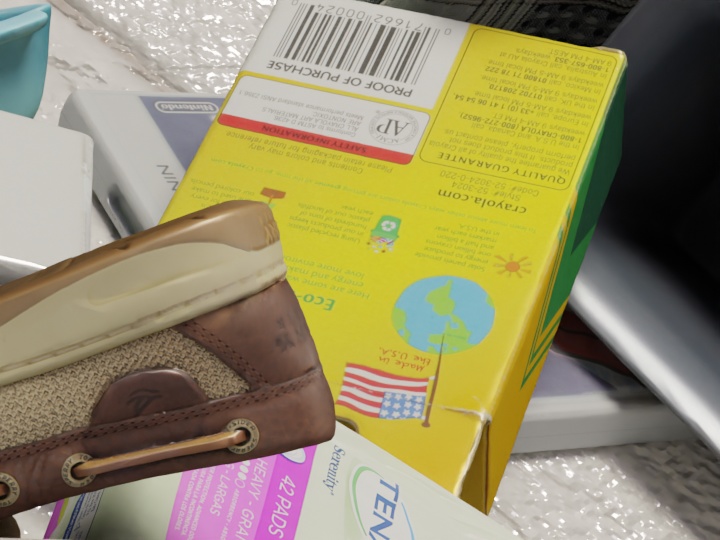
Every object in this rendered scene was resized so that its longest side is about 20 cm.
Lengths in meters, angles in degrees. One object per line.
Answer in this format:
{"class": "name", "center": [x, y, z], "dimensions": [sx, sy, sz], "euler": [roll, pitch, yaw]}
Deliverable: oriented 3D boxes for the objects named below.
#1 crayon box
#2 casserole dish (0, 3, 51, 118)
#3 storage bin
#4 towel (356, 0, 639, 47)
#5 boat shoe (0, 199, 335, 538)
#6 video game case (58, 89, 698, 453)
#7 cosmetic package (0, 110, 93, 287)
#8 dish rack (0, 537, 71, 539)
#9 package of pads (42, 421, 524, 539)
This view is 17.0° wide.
{"class": "crayon box", "center": [0.000, 0.000, 0.766], "dimensions": [0.126, 0.051, 0.201], "euler": [13, 48, 14]}
{"class": "casserole dish", "center": [-0.178, -0.041, 0.702], "dimensions": [0.198, 0.039, 0.121], "euler": [-7, 13, 25]}
{"class": "storage bin", "center": [0.174, -0.006, 0.862], "dimensions": [0.200, 0.146, 0.134], "euler": [45, 14, 21]}
{"class": "towel", "center": [0.099, -0.097, 0.877], "dimensions": [0.191, 0.200, 0.035], "euler": [7, 64, -27]}
{"class": "boat shoe", "center": [-0.100, 0.051, 0.550], "dimensions": [0.072, 0.199, 0.072], "euler": [-89, 156, -84]}
{"class": "video game case", "center": [0.012, -0.003, 0.871], "dimensions": [0.199, 0.023, 0.183], "euler": [-1, 41, -35]}
{"class": "cosmetic package", "center": [-0.175, -0.003, 0.603], "dimensions": [0.198, 0.102, 0.072], "euler": [16, 33, -15]}
{"class": "dish rack", "center": [-0.051, 0.142, 0.507], "dimensions": [0.198, 0.173, 0.044], "euler": [3, -2, -13]}
{"class": "package of pads", "center": [0.004, 0.122, 0.621], "dimensions": [0.199, 0.068, 0.155], "euler": [33, 32, -11]}
